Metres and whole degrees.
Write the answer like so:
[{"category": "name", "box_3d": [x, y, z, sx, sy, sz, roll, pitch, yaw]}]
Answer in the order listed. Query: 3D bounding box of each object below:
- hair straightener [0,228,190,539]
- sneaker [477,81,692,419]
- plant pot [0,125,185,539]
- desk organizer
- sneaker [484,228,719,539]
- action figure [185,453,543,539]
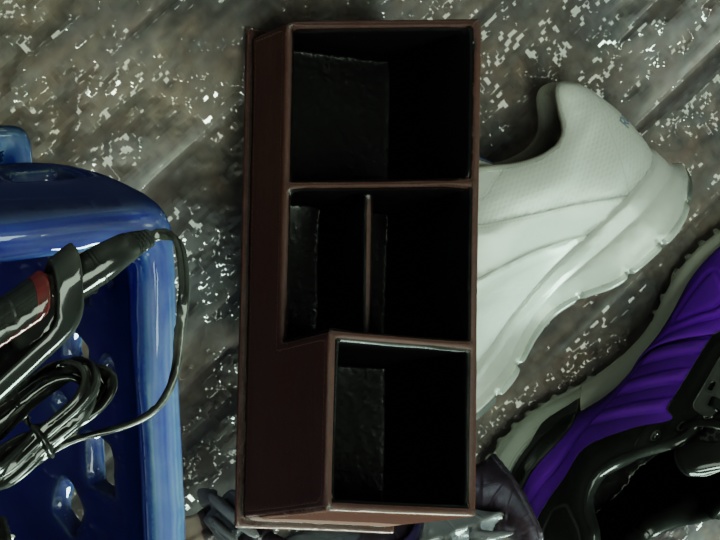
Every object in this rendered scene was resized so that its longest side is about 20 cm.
[{"category": "hair straightener", "box_3d": [-0.134, 0.056, 0.942, 0.200, 0.041, 0.077, -38, 120, -13]}, {"category": "sneaker", "box_3d": [0.045, 0.002, 1.199, 0.200, 0.074, 0.087, -44, 104, -8]}, {"category": "plant pot", "box_3d": [-0.184, 0.052, 1.037, 0.199, 0.180, 0.201, -7, 112, -21]}, {"category": "desk organizer", "box_3d": [0.000, 0.000, 1.117, 0.071, 0.077, 0.201, 5, 80, -26]}, {"category": "sneaker", "box_3d": [0.153, 0.060, 1.241, 0.200, 0.099, 0.070, -44, 122, -4]}, {"category": "action figure", "box_3d": [-0.028, 0.131, 1.192, 0.199, 0.070, 0.130, -16, 145, -17]}]
